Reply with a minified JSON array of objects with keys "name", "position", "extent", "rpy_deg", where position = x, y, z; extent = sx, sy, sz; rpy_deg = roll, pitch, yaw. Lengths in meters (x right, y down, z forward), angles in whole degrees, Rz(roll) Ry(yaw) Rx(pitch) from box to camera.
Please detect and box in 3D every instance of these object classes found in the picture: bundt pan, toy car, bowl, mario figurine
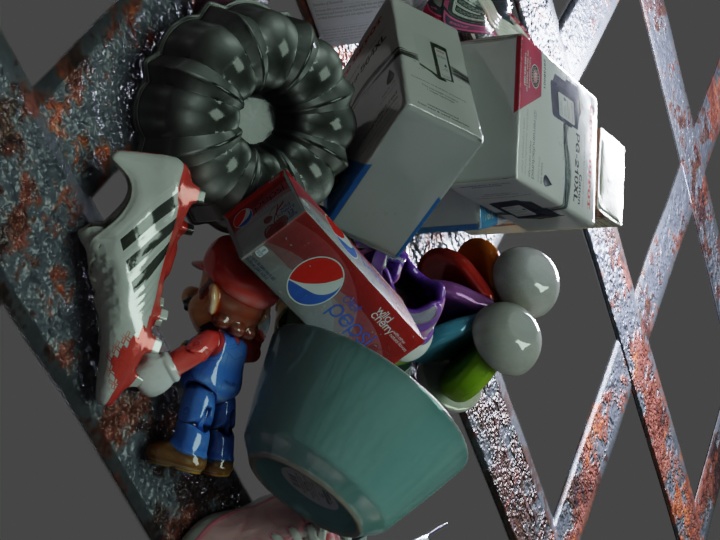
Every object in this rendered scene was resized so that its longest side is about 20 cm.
[{"name":"bundt pan","position":[-0.086,-0.127,1.107],"extent":[0.201,0.076,0.204],"rpy_deg":[-5,100,-31]},{"name":"toy car","position":[0.117,0.049,1.480],"extent":[0.149,0.175,0.201],"rpy_deg":[34,52,-13]},{"name":"bowl","position":[-0.020,0.149,1.114],"extent":[0.105,0.200,0.201],"rpy_deg":[-54,135,-24]},{"name":"mario figurine","position":[-0.134,0.068,1.123],"extent":[0.123,0.105,0.202],"rpy_deg":[132,-28,-83]}]

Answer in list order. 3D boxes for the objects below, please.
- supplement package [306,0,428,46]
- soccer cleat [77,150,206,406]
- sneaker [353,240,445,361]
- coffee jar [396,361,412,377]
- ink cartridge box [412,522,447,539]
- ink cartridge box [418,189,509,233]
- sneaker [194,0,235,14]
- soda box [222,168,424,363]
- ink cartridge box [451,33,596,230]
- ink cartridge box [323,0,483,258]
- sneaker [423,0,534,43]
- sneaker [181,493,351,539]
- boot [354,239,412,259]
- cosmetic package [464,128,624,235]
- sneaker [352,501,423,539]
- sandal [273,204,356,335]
[{"name":"supplement package","position":[0.004,-0.344,1.319],"extent":[0.121,0.119,0.201],"rpy_deg":[-55,133,-45]},{"name":"soccer cleat","position":[-0.186,0.004,1.030],"extent":[0.085,0.069,0.202],"rpy_deg":[18,88,-16]},{"name":"sneaker","position":[0.000,0.000,1.246],"extent":[0.199,0.089,0.081],"rpy_deg":[33,51,-8]},{"name":"coffee jar","position":[0.013,0.139,1.336],"extent":[0.104,0.085,0.202],"rpy_deg":[-30,113,-57]},{"name":"ink cartridge box","position":[-0.029,0.301,1.152],"extent":[0.200,0.197,0.047],"rpy_deg":[1,55,-59]},{"name":"ink cartridge box","position":[0.102,-0.124,1.449],"extent":[0.200,0.146,0.147],"rpy_deg":[-17,102,-58]},{"name":"sneaker","position":[-0.102,-0.150,1.171],"extent":[0.090,0.075,0.201],"rpy_deg":[-51,125,-39]},{"name":"soda box","position":[-0.028,0.009,1.109],"extent":[0.200,0.070,0.064],"rpy_deg":[48,9,-42]},{"name":"ink cartridge box","position":[0.165,-0.133,1.330],"extent":[0.200,0.084,0.146],"rpy_deg":[21,70,-57]},{"name":"ink cartridge box","position":[0.031,-0.135,1.211],"extent":[0.084,0.146,0.201],"rpy_deg":[22,32,-20]},{"name":"sneaker","position":[0.118,-0.245,1.347],"extent":[0.075,0.081,0.200],"rpy_deg":[-45,149,3]},{"name":"sneaker","position":[-0.078,0.247,1.153],"extent":[0.200,0.104,0.076],"rpy_deg":[-20,109,-58]},{"name":"boot","position":[0.015,-0.064,1.340],"extent":[0.075,0.073,0.202],"rpy_deg":[-52,129,-80]},{"name":"cosmetic package","position":[0.207,-0.104,1.577],"extent":[0.087,0.199,0.104],"rpy_deg":[22,67,-56]},{"name":"sneaker","position":[0.005,0.225,1.259],"extent":[0.078,0.139,0.202],"rpy_deg":[-30,113,-57]},{"name":"sandal","position":[-0.050,0.040,1.204],"extent":[0.054,0.080,0.202],"rpy_deg":[-52,153,-73]}]
